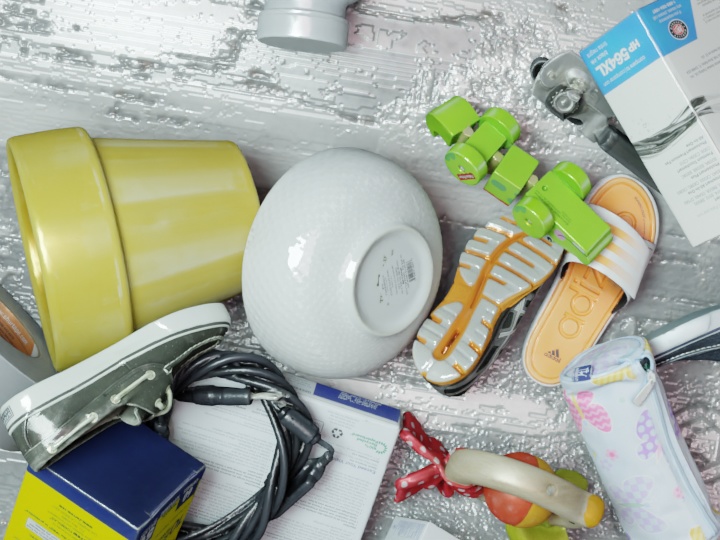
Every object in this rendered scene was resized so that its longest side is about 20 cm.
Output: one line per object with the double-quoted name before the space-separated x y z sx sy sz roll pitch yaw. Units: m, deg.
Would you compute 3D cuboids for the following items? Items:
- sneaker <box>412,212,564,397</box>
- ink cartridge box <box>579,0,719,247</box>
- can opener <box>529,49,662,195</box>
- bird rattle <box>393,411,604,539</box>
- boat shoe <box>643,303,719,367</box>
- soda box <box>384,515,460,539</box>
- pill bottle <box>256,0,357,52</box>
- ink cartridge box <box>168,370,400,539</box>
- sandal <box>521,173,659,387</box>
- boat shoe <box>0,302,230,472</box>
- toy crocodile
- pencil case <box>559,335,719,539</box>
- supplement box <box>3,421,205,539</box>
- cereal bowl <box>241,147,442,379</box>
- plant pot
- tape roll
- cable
"sneaker" 0.116 0.029 1.152 0.078 0.077 0.200 32 71 26
"ink cartridge box" 0.304 -0.141 1.108 0.146 0.084 0.201 -27 88 -36
"can opener" 0.238 -0.131 1.161 0.200 0.067 0.053 35 110 -15
"bird rattle" 0.127 0.183 1.117 0.200 0.163 0.113 34 70 -10
"boat shoe" 0.353 0.070 1.155 0.199 0.071 0.091 -19 88 -3
"soda box" 0.030 0.322 1.122 0.068 0.064 0.201 33 72 -21
"pill bottle" -0.042 -0.297 1.118 0.111 0.112 0.201 5 91 -2
"ink cartridge box" -0.084 0.186 1.152 0.195 0.043 0.201 18 112 -2
"sandal" 0.214 0.014 1.157 0.079 0.059 0.208 25 90 -2
"boat shoe" -0.183 0.093 1.020 0.199 0.071 0.064 -29 76 -22
"toy crocodile" 0.138 -0.081 1.136 0.200 0.062 0.068 40 68 7
"pencil case" 0.251 0.157 1.135 0.090 0.083 0.201 -14 106 39
"supplement box" -0.228 0.232 1.077 0.109 0.109 0.201 31 120 10
"cereal bowl" 0.000 0.000 1.086 0.199 0.083 0.201 -13 111 -39
"plant pot" -0.188 -0.032 1.089 0.188 0.201 0.202 -13 92 -17
"tape roll" -0.329 0.057 1.073 0.066 0.200 0.200 -43 92 0
"cable" -0.132 0.162 1.099 0.200 0.051 0.163 -41 102 18
